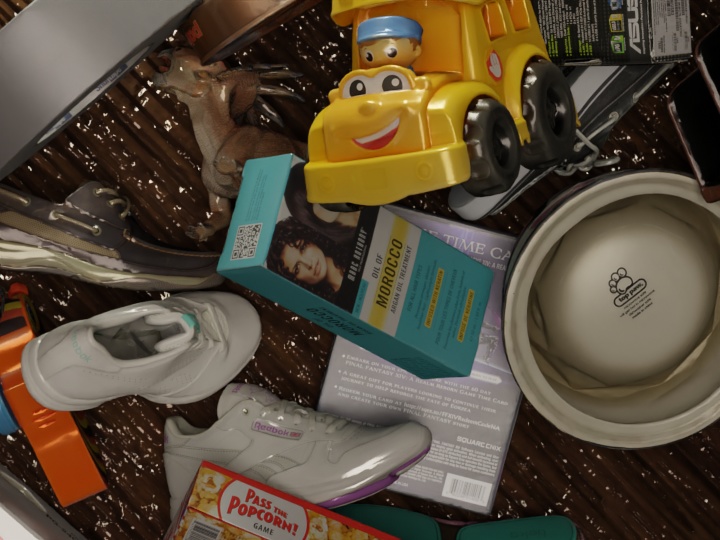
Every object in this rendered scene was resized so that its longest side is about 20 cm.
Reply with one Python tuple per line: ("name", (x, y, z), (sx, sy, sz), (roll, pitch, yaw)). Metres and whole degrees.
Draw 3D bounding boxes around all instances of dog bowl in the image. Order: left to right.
("dog bowl", (0.187, 0.019, 1.583), (0.199, 0.074, 0.201), (-3, 106, -10))

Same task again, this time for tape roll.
("tape roll", (-0.197, -0.141, 1.504), (0.200, 0.200, 0.066), (-42, 95, 1))

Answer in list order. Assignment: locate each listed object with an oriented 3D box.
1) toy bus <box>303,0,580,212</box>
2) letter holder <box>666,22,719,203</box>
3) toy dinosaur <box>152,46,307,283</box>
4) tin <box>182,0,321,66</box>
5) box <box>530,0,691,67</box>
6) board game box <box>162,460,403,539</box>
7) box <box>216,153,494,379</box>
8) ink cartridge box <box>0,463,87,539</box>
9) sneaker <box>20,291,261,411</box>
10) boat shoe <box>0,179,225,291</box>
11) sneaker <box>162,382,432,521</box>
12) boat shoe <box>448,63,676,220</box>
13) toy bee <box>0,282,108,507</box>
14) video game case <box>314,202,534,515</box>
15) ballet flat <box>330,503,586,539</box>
("toy bus", (0.042, -0.144, 1.449), (0.135, 0.200, 0.193), (-4, 104, 29))
("letter holder", (0.302, -0.155, 1.532), (0.200, 0.100, 0.143), (-28, 95, -33))
("toy dinosaur", (-0.059, -0.071, 1.583), (0.086, 0.136, 0.200), (-22, 124, 39))
("tin", (-0.032, -0.204, 1.539), (0.200, 0.112, 0.042), (-32, 96, -15))
("box", (0.132, -0.236, 1.524), (0.047, 0.193, 0.201), (-9, 98, -39))
("board game box", (-0.045, 0.228, 1.576), (0.199, 0.046, 0.152), (23, 133, -6))
("box", (0.000, 0.000, 1.523), (0.200, 0.049, 0.083), (28, 68, -37))
("ink cartridge box", (-0.305, 0.231, 1.590), (0.145, 0.083, 0.200), (41, 92, -5))
("sneaker", (-0.128, 0.047, 1.532), (0.088, 0.200, 0.075), (-33, 77, 42))
("boat shoe", (-0.189, -0.028, 1.578), (0.199, 0.074, 0.074), (9, 90, -9))
("sneaker", (-0.050, 0.121, 1.582), (0.199, 0.075, 0.100), (-13, 89, 16))
("boat shoe", (0.147, -0.100, 1.591), (0.068, 0.074, 0.199), (45, 80, -22))
("toy bee", (-0.226, 0.059, 1.582), (0.130, 0.109, 0.201), (-4, 120, -10))
("video game case", (0.050, 0.062, 1.625), (0.142, 0.019, 0.201), (15, 94, -4))
("ballet flat", (0.062, 0.210, 1.618), (0.199, 0.069, 0.071), (1, 125, 1))
